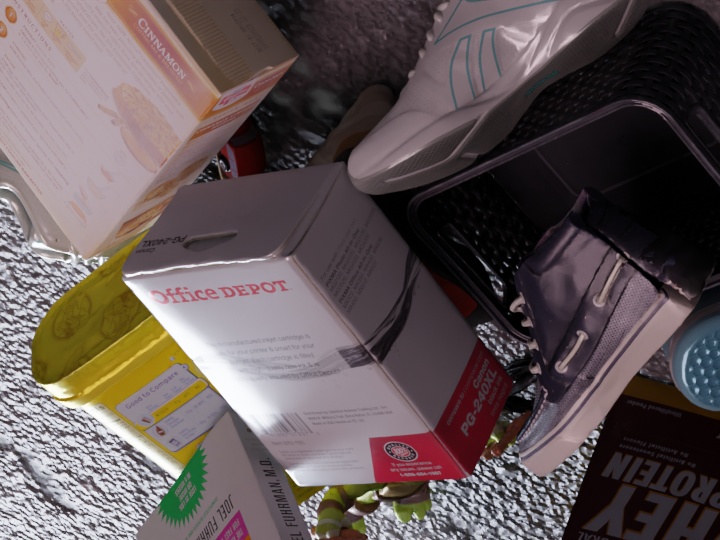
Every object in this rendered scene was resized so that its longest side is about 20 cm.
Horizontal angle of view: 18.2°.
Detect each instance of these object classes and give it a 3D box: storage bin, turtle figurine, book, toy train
[{"bbox_3d":[0.144,-0.052,1.331,0.200,0.094,0.135,-25,117,40],"label":"storage bin"},{"bbox_3d":[0.015,0.146,1.558,0.064,0.200,0.161,57,161,9],"label":"turtle figurine"},{"bbox_3d":[-0.069,0.208,1.420,0.048,0.200,0.134,5,135,-36],"label":"book"},{"bbox_3d":[-0.079,-0.082,1.441,0.046,0.034,0.200,33,144,43],"label":"toy train"}]

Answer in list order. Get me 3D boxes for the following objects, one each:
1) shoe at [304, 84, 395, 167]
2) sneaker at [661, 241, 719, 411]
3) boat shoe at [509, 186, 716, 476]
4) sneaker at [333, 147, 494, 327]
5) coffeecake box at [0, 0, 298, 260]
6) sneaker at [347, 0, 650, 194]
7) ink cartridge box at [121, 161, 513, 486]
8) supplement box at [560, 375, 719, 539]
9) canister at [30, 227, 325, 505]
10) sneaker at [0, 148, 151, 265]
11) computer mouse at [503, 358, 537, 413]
[{"bbox_3d":[-0.008,-0.043,1.456,0.070,0.053,0.200,1,146,-18],"label":"shoe"},{"bbox_3d":[0.265,0.010,1.352,0.200,0.131,0.080,-15,110,-6],"label":"sneaker"},{"bbox_3d":[0.121,0.034,1.316,0.093,0.075,0.200,35,130,1],"label":"boat shoe"},{"bbox_3d":[0.000,0.001,1.414,0.108,0.067,0.201,-24,148,17],"label":"sneaker"},{"bbox_3d":[-0.150,-0.125,1.385,0.154,0.073,0.200,53,138,7],"label":"coffeecake box"},{"bbox_3d":[0.067,-0.120,1.272,0.200,0.070,0.080,-39,74,6],"label":"sneaker"},{"bbox_3d":[-0.025,0.035,1.353,0.145,0.083,0.200,-6,132,42],"label":"ink cartridge box"},{"bbox_3d":[0.198,0.217,1.490,0.133,0.200,0.197,16,137,12],"label":"supplement box"},{"bbox_3d":[-0.096,0.073,1.486,0.149,0.087,0.200,-36,125,19],"label":"canister"},{"bbox_3d":[-0.178,-0.031,1.508,0.200,0.080,0.070,35,153,-8],"label":"sneaker"},{"bbox_3d":[0.143,0.047,1.475,0.059,0.034,0.200,32,139,-7],"label":"computer mouse"}]
